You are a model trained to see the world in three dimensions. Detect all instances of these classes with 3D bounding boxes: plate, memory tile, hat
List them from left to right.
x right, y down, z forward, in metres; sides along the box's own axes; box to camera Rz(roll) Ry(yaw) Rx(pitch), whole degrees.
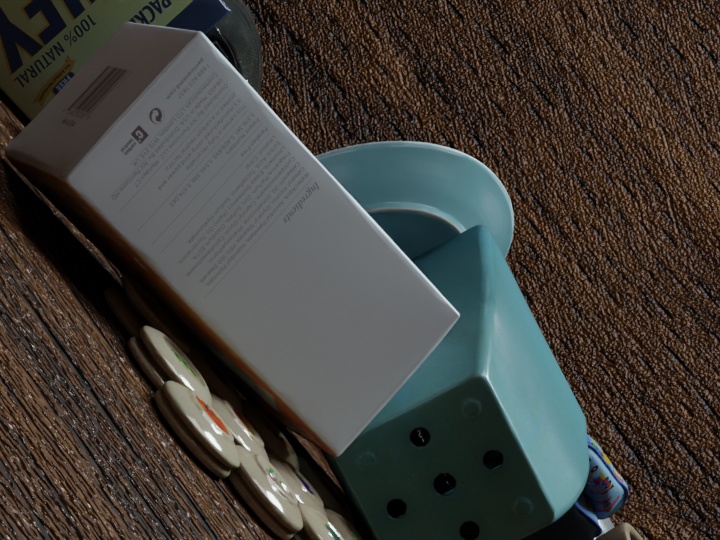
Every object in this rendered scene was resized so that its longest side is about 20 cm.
[{"bbox_3d":[-0.165,-0.172,1.865,0.080,0.203,0.201,6,-18,24],"label":"hat"},{"bbox_3d":[-0.046,0.093,0.993,0.200,0.017,0.153,48,3,-32],"label":"memory tile"},{"bbox_3d":[0.000,0.000,1.231,0.200,0.199,0.026,47,20,-50],"label":"plate"}]

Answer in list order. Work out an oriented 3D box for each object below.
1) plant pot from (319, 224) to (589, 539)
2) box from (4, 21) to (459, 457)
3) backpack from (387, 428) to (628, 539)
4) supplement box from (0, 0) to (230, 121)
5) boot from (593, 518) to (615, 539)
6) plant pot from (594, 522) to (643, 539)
[{"bbox_3d":[0.044,0.088,1.131,0.142,0.140,0.200,62,7,-12],"label":"plant pot"},{"bbox_3d":[-0.065,-0.018,1.025,0.200,0.098,0.124,46,-11,-22],"label":"box"},{"bbox_3d":[0.061,0.108,1.363,0.200,0.134,0.183,48,0,35],"label":"backpack"},{"bbox_3d":[-0.207,-0.209,1.242,0.200,0.134,0.200,48,3,-26],"label":"supplement box"},{"bbox_3d":[0.191,0.270,1.515,0.200,0.072,0.182,50,-21,5],"label":"boot"},{"bbox_3d":[0.173,0.266,1.265,0.202,0.092,0.201,60,8,-13],"label":"plant pot"}]
